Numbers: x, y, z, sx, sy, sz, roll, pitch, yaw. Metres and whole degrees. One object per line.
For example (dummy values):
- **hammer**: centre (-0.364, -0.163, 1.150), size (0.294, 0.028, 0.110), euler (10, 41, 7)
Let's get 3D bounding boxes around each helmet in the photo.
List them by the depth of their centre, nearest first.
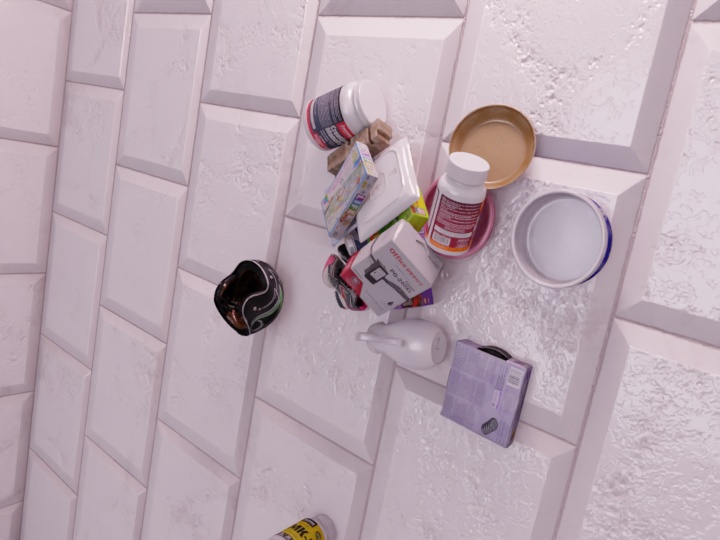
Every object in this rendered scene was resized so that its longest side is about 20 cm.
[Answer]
- **helmet**: centre (-0.319, 0.074, 1.724), size (0.197, 0.191, 0.203), euler (29, 145, 22)

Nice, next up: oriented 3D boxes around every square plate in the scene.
- **square plate**: centre (0.049, -0.199, 1.394), size (0.197, 0.028, 0.204), euler (-36, 47, 33)

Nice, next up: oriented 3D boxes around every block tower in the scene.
- **block tower**: centre (-0.008, -0.308, 1.495), size (0.198, 0.057, 0.055), euler (-31, 49, 36)

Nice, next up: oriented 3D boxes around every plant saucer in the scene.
- **plant saucer**: centre (0.298, -0.275, 1.314), size (0.194, 0.035, 0.207), euler (-5, 75, 20)
- **plant saucer**: centre (0.234, -0.130, 1.385), size (0.196, 0.050, 0.207), euler (1, 92, 36)

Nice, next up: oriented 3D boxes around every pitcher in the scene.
- **pitcher**: centre (0.097, 0.176, 1.421), size (0.196, 0.170, 0.125), euler (5, 88, 37)

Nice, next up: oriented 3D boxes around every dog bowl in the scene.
- **dog bowl**: centre (0.424, -0.066, 1.225), size (0.196, 0.078, 0.207), euler (1, 92, 37)

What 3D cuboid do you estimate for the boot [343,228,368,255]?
- **boot**: centre (-0.014, -0.129, 1.572), size (0.088, 0.074, 0.203), euler (-17, 54, -5)

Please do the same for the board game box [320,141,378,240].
- **board game box**: centre (-0.031, -0.197, 1.440), size (0.202, 0.033, 0.137), euler (-55, 35, 33)

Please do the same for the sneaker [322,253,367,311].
- **sneaker**: centre (-0.037, 0.031, 1.529), size (0.073, 0.202, 0.082), euler (11, 59, 33)

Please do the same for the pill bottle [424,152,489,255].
- **pill bottle**: centre (0.213, -0.145, 1.270), size (0.109, 0.108, 0.204), euler (35, 130, 31)

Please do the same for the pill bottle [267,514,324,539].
- **pill bottle**: centre (-0.164, 0.763, 1.612), size (0.112, 0.198, 0.118), euler (1, 92, 36)

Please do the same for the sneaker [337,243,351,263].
- **sneaker**: centre (0.000, 0.000, 1.552), size (0.199, 0.070, 0.085), euler (41, 137, 40)

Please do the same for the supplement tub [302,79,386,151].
- **supplement tub**: centre (-0.043, -0.410, 1.535), size (0.196, 0.139, 0.145), euler (-11, 84, 37)

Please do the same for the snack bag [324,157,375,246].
- **snack bag**: centre (-0.019, -0.186, 1.505), size (0.187, 0.021, 0.204), euler (-35, 48, 31)

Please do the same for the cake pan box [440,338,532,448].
- **cake pan box**: centre (0.290, 0.279, 1.351), size (0.181, 0.052, 0.206), euler (17, 101, 34)

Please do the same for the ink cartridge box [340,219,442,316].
- **ink cartridge box**: centre (0.070, -0.002, 1.348), size (0.145, 0.084, 0.199), euler (46, 135, -12)

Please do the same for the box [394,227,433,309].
- **box**: centre (0.119, -0.009, 1.450), size (0.136, 0.038, 0.207), euler (-15, 81, 62)

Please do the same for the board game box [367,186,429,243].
- **board game box**: centre (0.087, -0.100, 1.404), size (0.201, 0.046, 0.104), euler (-54, 36, 41)
